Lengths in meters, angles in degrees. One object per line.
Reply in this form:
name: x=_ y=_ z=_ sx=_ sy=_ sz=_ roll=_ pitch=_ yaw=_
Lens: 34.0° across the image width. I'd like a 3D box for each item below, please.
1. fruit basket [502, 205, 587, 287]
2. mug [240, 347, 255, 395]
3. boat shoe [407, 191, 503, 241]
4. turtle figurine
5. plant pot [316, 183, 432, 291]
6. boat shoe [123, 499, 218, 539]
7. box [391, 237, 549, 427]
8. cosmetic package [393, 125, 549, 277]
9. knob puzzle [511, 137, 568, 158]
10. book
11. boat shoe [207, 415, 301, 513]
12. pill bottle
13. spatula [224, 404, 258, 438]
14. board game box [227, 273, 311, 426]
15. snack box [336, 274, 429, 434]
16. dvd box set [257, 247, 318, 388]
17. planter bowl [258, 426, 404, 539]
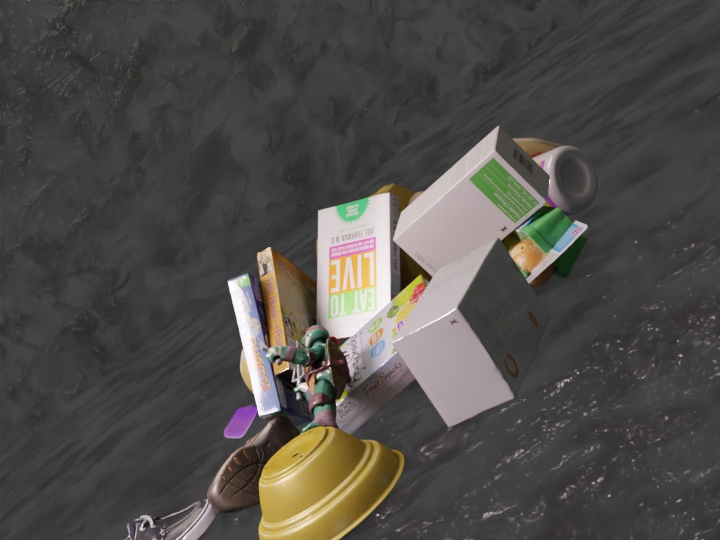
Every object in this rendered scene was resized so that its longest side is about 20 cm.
fruit basket: x=0.202 y=-0.004 z=1.591 sx=0.199 sy=0.094 sz=0.185 roll=-39 pitch=10 yaw=-3
mug: x=-0.116 y=0.133 z=1.841 sx=0.153 sy=0.150 sz=0.186 roll=-39 pitch=-10 yaw=20
boat shoe: x=0.166 y=-0.060 z=1.766 sx=0.072 sy=0.199 sz=0.066 roll=-68 pitch=-13 yaw=12
turtle figurine: x=-0.061 y=0.136 z=1.474 sx=0.100 sy=0.150 sz=0.201 roll=-22 pitch=50 yaw=11
plant pot: x=0.045 y=-0.014 z=1.829 sx=0.193 sy=0.201 sz=0.196 roll=-28 pitch=11 yaw=33
boat shoe: x=-0.282 y=0.358 z=1.557 sx=0.199 sy=0.068 sz=0.072 roll=-36 pitch=10 yaw=-5
box: x=0.134 y=0.069 z=1.382 sx=0.097 sy=0.125 sz=0.200 roll=-29 pitch=11 yaw=29
cosmetic package: x=0.151 y=-0.085 z=1.603 sx=0.200 sy=0.107 sz=0.085 roll=-43 pitch=15 yaw=29
knob puzzle: x=0.248 y=-0.170 z=1.926 sx=0.219 sy=0.219 sz=0.031 roll=-28 pitch=56 yaw=34
book: x=0.000 y=0.000 z=1.703 sx=0.133 sy=0.202 sz=0.048 roll=-13 pitch=-20 yaw=37
boat shoe: x=-0.144 y=0.268 z=1.558 sx=0.073 sy=0.075 sz=0.200 roll=-40 pitch=-3 yaw=32
pill bottle: x=0.273 y=-0.122 z=1.856 sx=0.104 sy=0.105 sz=0.199 roll=-41 pitch=12 yaw=-32
spatula: x=-0.156 y=0.212 z=1.947 sx=0.056 sy=0.021 sz=0.200 roll=-8 pitch=24 yaw=41
board game box: x=-0.128 y=0.116 z=1.679 sx=0.034 sy=0.202 sz=0.135 roll=-19 pitch=-18 yaw=12
snack box: x=0.031 y=0.113 z=1.563 sx=0.200 sy=0.053 sz=0.143 roll=-43 pitch=19 yaw=15
dvd box set: x=-0.089 y=0.083 z=1.700 sx=0.029 sy=0.146 sz=0.202 roll=-24 pitch=57 yaw=19
planter bowl: x=-0.054 y=0.237 z=1.336 sx=0.199 sy=0.084 sz=0.201 roll=-34 pitch=11 yaw=7
